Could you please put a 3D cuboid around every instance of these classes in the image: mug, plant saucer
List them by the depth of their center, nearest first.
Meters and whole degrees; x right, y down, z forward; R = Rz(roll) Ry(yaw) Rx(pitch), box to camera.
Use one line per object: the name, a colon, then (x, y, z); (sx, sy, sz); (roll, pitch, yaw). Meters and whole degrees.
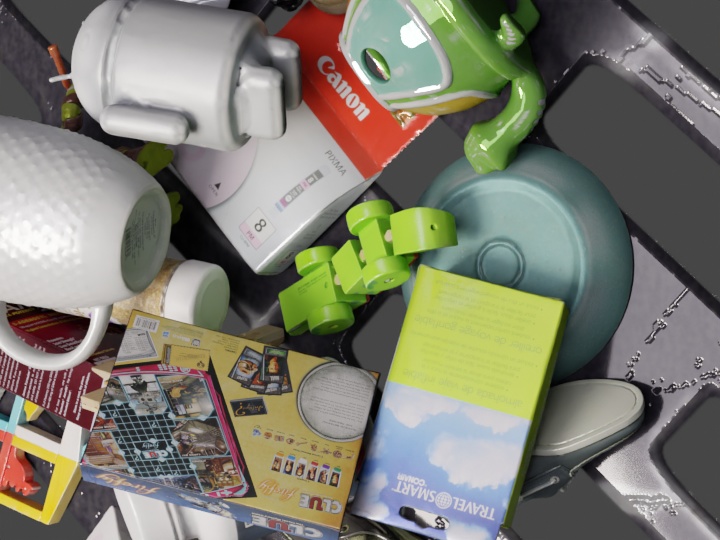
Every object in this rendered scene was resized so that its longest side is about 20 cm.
plant saucer: (0.117, -0.004, 1.361); (0.199, 0.036, 0.201); (-1, 89, 24)
mug: (-0.253, -0.017, 1.374); (0.175, 0.148, 0.201); (12, 104, 19)

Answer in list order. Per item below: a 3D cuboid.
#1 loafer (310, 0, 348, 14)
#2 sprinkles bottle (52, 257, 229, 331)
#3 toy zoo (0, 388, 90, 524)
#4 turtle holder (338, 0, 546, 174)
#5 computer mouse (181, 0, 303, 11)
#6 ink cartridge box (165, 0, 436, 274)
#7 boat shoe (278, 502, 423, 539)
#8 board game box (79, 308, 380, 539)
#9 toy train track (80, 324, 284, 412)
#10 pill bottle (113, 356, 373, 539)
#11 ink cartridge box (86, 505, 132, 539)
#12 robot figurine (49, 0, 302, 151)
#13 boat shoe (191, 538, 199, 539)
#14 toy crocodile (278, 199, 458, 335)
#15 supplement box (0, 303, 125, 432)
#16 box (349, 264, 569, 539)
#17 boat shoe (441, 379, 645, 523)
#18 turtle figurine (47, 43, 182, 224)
loafer: (0.031, -0.287, 1.380); (0.200, 0.067, 0.076); (-43, 74, 9)
sprinkles bottle: (-0.213, 0.012, 1.454); (0.200, 0.068, 0.068); (11, 93, 23)
toy zoo: (-0.320, 0.148, 1.562); (0.200, 0.020, 0.132); (20, 97, 24)
turtle holder: (0.069, -0.181, 1.342); (0.132, 0.141, 0.186); (-34, 121, 20)
computer mouse: (-0.141, -0.250, 1.464); (0.200, 0.044, 0.110); (-15, 65, 24)
ink cartridge box: (-0.059, -0.122, 1.428); (0.200, 0.057, 0.163); (-45, 72, 22)
boat shoe: (-0.003, 0.229, 1.393); (0.201, 0.066, 0.072); (31, 102, 22)
board game box: (-0.097, 0.118, 1.289); (0.199, 0.035, 0.136); (15, 61, 2)
toy train track: (-0.142, 0.089, 1.395); (0.115, 0.200, 0.033); (12, 114, 43)
pill bottle: (-0.094, 0.156, 1.358); (0.200, 0.120, 0.120); (-19, 79, -15)
ink cartridge box: (-0.229, 0.320, 1.439); (0.057, 0.200, 0.163); (32, 105, -21)
robot figurine: (-0.149, -0.161, 1.375); (0.199, 0.170, 0.113); (12, 131, 14)
boat shoe: (-0.138, 0.199, 1.452); (0.067, 0.072, 0.201); (11, 86, 19)
toy crocodile: (0.000, 0.000, 1.385); (0.200, 0.062, 0.068); (-38, 60, 42)
supplement box: (-0.271, 0.072, 1.492); (0.200, 0.109, 0.061); (22, 105, 22)
box: (0.077, 0.107, 1.302); (0.122, 0.048, 0.201); (14, 81, 16)
boat shoe: (0.139, 0.147, 1.346); (0.200, 0.073, 0.062); (-25, 123, 15)
turtle figurine: (-0.232, -0.091, 1.467); (0.161, 0.064, 0.201); (11, 108, 40)
